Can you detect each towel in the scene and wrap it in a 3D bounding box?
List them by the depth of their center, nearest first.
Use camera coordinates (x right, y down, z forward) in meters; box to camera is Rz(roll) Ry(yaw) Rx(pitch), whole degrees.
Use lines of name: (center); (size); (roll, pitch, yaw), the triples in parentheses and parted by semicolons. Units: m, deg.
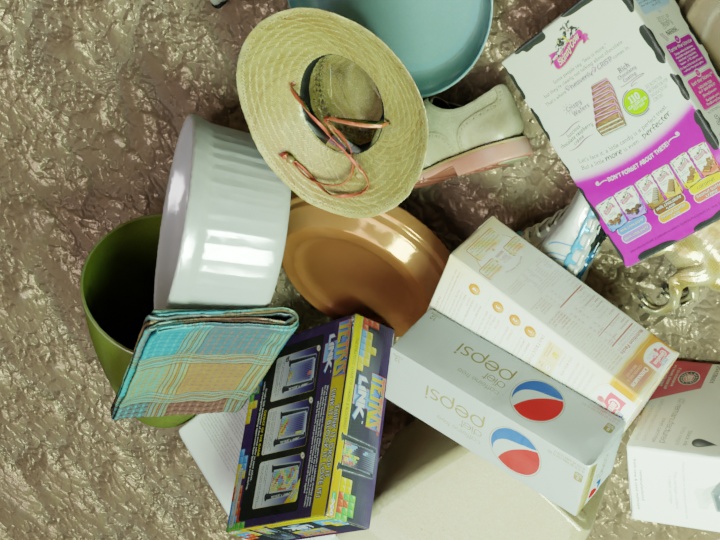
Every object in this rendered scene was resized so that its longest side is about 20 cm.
towel: (-0.152, 0.093, 1.253); (0.200, 0.145, 0.022); (123, 140, -52)

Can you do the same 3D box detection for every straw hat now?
straw hat: (-0.008, -0.153, 1.141); (0.200, 0.085, 0.202); (19, 133, 22)

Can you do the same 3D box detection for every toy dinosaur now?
toy dinosaur: (0.287, -0.001, 1.118); (0.200, 0.058, 0.101); (44, 130, -2)

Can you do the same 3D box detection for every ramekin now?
ramekin: (-0.132, -0.040, 1.249); (0.097, 0.201, 0.201); (9, 131, -14)

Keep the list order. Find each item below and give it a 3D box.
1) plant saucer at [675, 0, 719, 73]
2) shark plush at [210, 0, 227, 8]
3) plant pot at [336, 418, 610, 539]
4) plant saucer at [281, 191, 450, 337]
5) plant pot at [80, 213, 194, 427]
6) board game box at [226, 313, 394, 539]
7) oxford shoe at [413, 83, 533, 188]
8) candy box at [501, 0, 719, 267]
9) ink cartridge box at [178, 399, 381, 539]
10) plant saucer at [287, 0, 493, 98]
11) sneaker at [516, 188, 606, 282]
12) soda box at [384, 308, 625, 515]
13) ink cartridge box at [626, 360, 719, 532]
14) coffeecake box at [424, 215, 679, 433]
plant saucer: (0.329, -0.164, 1.007); (0.199, 0.029, 0.201); (15, 125, 23)
shark plush: (-0.151, -0.320, 1.168); (0.084, 0.090, 0.200); (60, 142, 25)
plant pot: (0.131, 0.221, 1.274); (0.200, 0.200, 0.177); (43, 122, -1)
plant saucer: (0.000, 0.000, 1.260); (0.199, 0.038, 0.201); (20, 146, 14)
plant pot: (-0.202, 0.076, 1.393); (0.186, 0.187, 0.201); (29, 142, 11)
board game box: (-0.049, 0.158, 1.286); (0.056, 0.202, 0.165); (26, 151, -34)
oxford shoe: (0.063, -0.115, 1.181); (0.199, 0.071, 0.074); (-12, 92, 35)
candy box: (0.220, -0.122, 1.042); (0.136, 0.061, 0.201); (-33, 88, 48)
ink cartridge box: (-0.075, 0.202, 1.403); (0.173, 0.044, 0.201); (-37, 71, 7)
plant saucer: (0.026, -0.245, 1.134); (0.199, 0.027, 0.202); (15, 125, 22)
sneaker: (0.166, -0.018, 1.171); (0.086, 0.075, 0.201); (31, 130, 17)
soda box: (0.119, 0.117, 1.108); (0.199, 0.064, 0.068); (30, 139, 23)
ink cartridge box: (0.344, 0.154, 1.125); (0.199, 0.146, 0.085); (5, 121, 27)
coffeecake box: (0.154, 0.075, 1.150); (0.200, 0.073, 0.154); (38, 141, 15)
